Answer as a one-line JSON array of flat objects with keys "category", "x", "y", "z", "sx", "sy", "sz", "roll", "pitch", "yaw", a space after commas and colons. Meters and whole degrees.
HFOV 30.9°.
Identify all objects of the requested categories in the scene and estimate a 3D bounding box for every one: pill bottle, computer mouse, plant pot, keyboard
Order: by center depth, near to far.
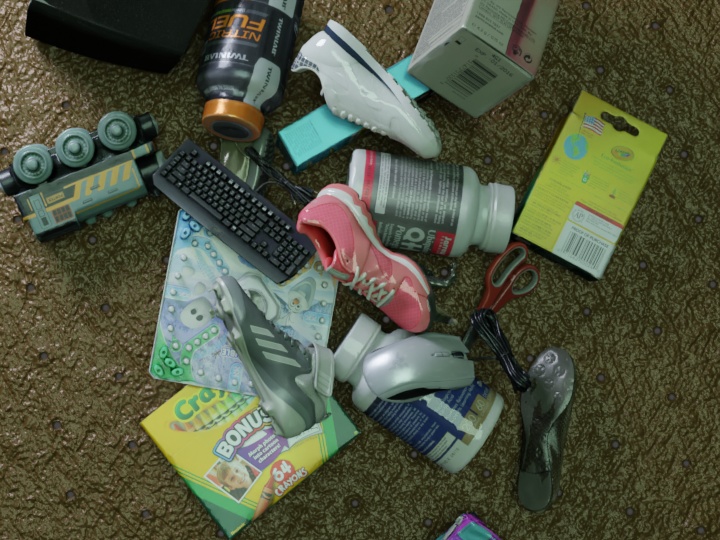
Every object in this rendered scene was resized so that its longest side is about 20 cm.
[{"category": "computer mouse", "x": 0.097, "y": 0.103, "z": 1.477, "sx": 0.199, "sy": 0.044, "sz": 0.110, "roll": -10, "pitch": 66, "yaw": -29}, {"category": "keyboard", "x": -0.128, "y": -0.084, "z": 1.495, "sx": 0.200, "sy": 0.021, "sz": 0.127, "roll": 38, "pitch": 61, "yaw": 3}, {"category": "plant pot", "x": -0.267, "y": -0.335, "z": 1.514, "sx": 0.177, "sy": 0.200, "sz": 0.201, "roll": 27, "pitch": 84, "yaw": -15}, {"category": "pill bottle", "x": -0.132, "y": -0.256, "z": 1.534, "sx": 0.105, "sy": 0.106, "sz": 0.202, "roll": 12, "pitch": 72, "yaw": -4}, {"category": "pill bottle", "x": 0.060, "y": 0.140, "z": 1.536, "sx": 0.199, "sy": 0.111, "sz": 0.111, "roll": 35, "pitch": 84, "yaw": -2}, {"category": "pill bottle", "x": 0.079, "y": -0.076, "z": 1.554, "sx": 0.198, "sy": 0.111, "sz": 0.112, "roll": 9, "pitch": 85, "yaw": -3}]

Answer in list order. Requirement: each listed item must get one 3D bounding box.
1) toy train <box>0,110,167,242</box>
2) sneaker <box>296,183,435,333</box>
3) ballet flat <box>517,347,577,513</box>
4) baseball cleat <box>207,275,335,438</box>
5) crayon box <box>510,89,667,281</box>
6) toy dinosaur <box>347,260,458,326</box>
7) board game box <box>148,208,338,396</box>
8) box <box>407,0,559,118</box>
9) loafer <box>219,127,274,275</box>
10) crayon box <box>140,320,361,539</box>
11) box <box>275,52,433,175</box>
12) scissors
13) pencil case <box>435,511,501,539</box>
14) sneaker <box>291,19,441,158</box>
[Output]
[{"category": "toy train", "x": -0.324, "y": -0.114, "z": 1.543, "sx": 0.199, "sy": 0.085, "sz": 0.115, "roll": -23, "pitch": 100, "yaw": -8}, {"category": "sneaker", "x": 0.000, "y": 0.000, "z": 1.464, "sx": 0.200, "sy": 0.074, "sz": 0.087, "roll": 50, "pitch": 45, "yaw": 5}, {"category": "ballet flat", "x": 0.228, "y": 0.195, "z": 1.583, "sx": 0.067, "sy": 0.046, "sz": 0.202, "roll": 2, "pitch": 79, "yaw": 27}, {"category": "baseball cleat", "x": -0.093, "y": 0.085, "z": 1.467, "sx": 0.106, "sy": 0.070, "sz": 0.201, "roll": -26, "pitch": 103, "yaw": -17}, {"category": "crayon box", "x": 0.279, "y": -0.103, "z": 1.602, "sx": 0.126, "sy": 0.051, "sz": 0.201, "roll": 28, "pitch": 85, "yaw": -2}, {"category": "toy dinosaur", "x": 0.068, "y": 0.023, "z": 1.546, "sx": 0.088, "sy": 0.199, "sz": 0.048, "roll": -36, "pitch": 126, "yaw": -31}, {"category": "board game box", "x": -0.128, "y": 0.041, "z": 1.502, "sx": 0.198, "sy": 0.026, "sz": 0.202, "roll": 11, "pitch": 86, "yaw": -11}, {"category": "box", "x": 0.155, "y": -0.304, "z": 1.528, "sx": 0.109, "sy": 0.128, "sz": 0.201, "roll": 31, "pitch": 61, "yaw": -18}, {"category": "loafer", "x": -0.155, "y": -0.076, "z": 1.561, "sx": 0.069, "sy": 0.075, "sz": 0.202, "roll": 11, "pitch": 82, "yaw": 10}, {"category": "crayon box", "x": -0.130, "y": 0.186, "z": 1.542, "sx": 0.200, "sy": 0.058, "sz": 0.173, "roll": -38, "pitch": 90, "yaw": -7}, {"category": "box", "x": -0.005, "y": -0.189, "z": 1.570, "sx": 0.199, "sy": 0.082, "sz": 0.049, "roll": -30, "pitch": 90, "yaw": -6}, {"category": "scissors", "x": 0.144, "y": 0.053, "z": 1.586, "sx": 0.200, "sy": 0.014, "sz": 0.073, "roll": -47, "pitch": 123, "yaw": -4}, {"category": "pencil case", "x": 0.077, "y": 0.369, "z": 1.534, "sx": 0.199, "sy": 0.085, "sz": 0.093, "roll": -36, "pitch": 105, "yaw": -7}, {"category": "sneaker", "x": 0.011, "y": -0.195, "z": 1.502, "sx": 0.080, "sy": 0.076, "sz": 0.200, "roll": -44, "pitch": 86, "yaw": 5}]
